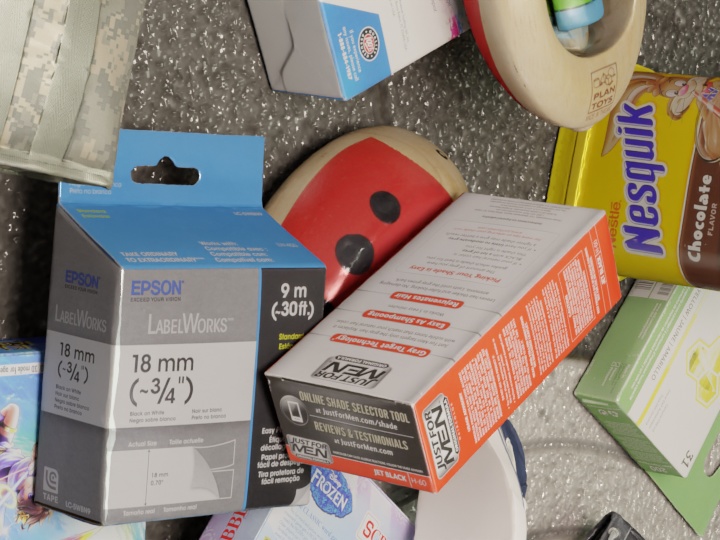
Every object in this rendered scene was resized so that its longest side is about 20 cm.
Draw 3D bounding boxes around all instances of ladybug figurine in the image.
[{"bbox_3d":[0.000,0.000,1.267,0.200,0.072,0.136,-51,128,-25],"label":"ladybug figurine"},{"bbox_3d":[0.108,-0.177,1.258,0.136,0.072,0.200,-25,114,-40],"label":"ladybug figurine"}]

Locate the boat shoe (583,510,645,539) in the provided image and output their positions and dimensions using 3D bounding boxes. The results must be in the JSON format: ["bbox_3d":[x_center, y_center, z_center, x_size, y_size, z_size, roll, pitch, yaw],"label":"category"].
[{"bbox_3d":[0.123,0.245,1.445,0.200,0.072,0.068,-43,96,-16],"label":"boat shoe"}]

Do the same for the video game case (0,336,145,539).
[{"bbox_3d":[-0.200,0.129,1.124,0.200,0.045,0.182,-3,100,-44],"label":"video game case"}]

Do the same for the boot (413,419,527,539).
[{"bbox_3d":[0.078,0.143,1.320,0.090,0.073,0.200,47,25,-40],"label":"boot"}]

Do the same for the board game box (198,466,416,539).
[{"bbox_3d":[-0.036,0.218,1.259,0.200,0.041,0.200,-60,137,-21],"label":"board game box"}]

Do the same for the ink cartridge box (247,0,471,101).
[{"bbox_3d":[0.024,-0.194,1.271,0.200,0.067,0.116,-33,120,-36],"label":"ink cartridge box"}]

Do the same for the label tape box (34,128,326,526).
[{"bbox_3d":[-0.092,0.028,1.136,0.144,0.063,0.200,-1,97,-43],"label":"label tape box"}]

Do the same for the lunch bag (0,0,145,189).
[{"bbox_3d":[-0.208,-0.139,1.024,0.200,0.118,0.164,12,88,-39],"label":"lunch bag"}]

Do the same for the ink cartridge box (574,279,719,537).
[{"bbox_3d":[0.248,0.088,1.553,0.200,0.048,0.146,46,65,-36],"label":"ink cartridge box"}]

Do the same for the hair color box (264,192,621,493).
[{"bbox_3d":[0.049,0.034,1.173,0.200,0.101,0.061,-41,128,-40],"label":"hair color box"}]

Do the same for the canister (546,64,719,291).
[{"bbox_3d":[0.228,-0.057,1.400,0.086,0.200,0.149,11,89,-45],"label":"canister"}]
